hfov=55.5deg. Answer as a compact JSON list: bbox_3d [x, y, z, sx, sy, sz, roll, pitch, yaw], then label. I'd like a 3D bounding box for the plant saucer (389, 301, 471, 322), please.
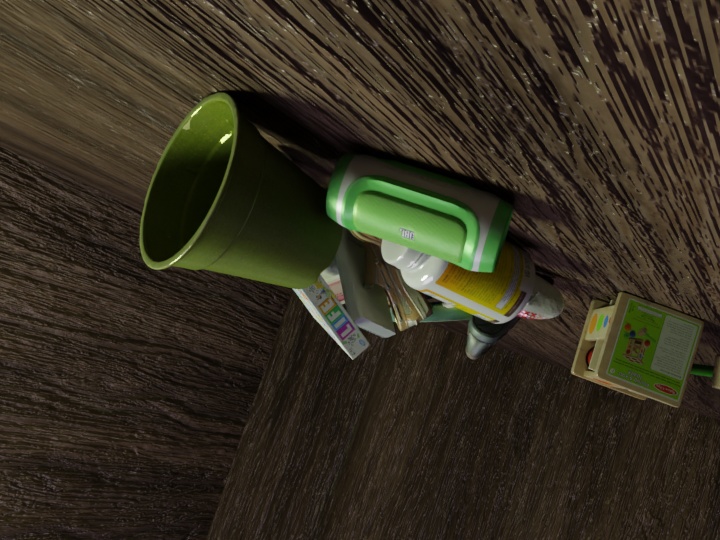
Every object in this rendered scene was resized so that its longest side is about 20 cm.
[{"bbox_3d":[0.136,0.072,1.228,0.194,0.028,0.200,-3,179,0],"label":"plant saucer"}]

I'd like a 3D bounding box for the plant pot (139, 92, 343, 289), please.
[{"bbox_3d":[-0.124,-0.065,0.793,0.188,0.205,0.198,26,172,-38],"label":"plant pot"}]

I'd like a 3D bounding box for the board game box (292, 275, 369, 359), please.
[{"bbox_3d":[-0.066,0.041,1.026,0.136,0.034,0.200,55,172,-22],"label":"board game box"}]

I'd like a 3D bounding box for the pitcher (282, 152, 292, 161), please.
[{"bbox_3d":[-0.170,-0.059,0.960,0.196,0.176,0.121,-10,-171,33],"label":"pitcher"}]

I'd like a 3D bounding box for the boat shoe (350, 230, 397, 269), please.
[{"bbox_3d":[0.033,-0.073,0.945,0.066,0.074,0.199,-21,143,27],"label":"boat shoe"}]

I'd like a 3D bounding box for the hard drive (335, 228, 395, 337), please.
[{"bbox_3d":[0.000,0.000,1.122,0.026,0.205,0.131,-23,155,21],"label":"hard drive"}]

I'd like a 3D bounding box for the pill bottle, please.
[{"bbox_3d":[0.127,-0.012,0.897,0.197,0.112,0.109,23,174,-27],"label":"pill bottle"}]

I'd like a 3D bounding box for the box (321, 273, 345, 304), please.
[{"bbox_3d":[-0.047,-0.010,1.284,0.125,0.112,0.200,-19,166,9],"label":"box"}]

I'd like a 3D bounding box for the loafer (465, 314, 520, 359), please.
[{"bbox_3d":[0.217,0.071,1.092,0.071,0.064,0.199,33,-142,19],"label":"loafer"}]

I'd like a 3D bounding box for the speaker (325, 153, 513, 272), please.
[{"bbox_3d":[0.064,-0.065,0.752,0.195,0.091,0.088,19,175,13],"label":"speaker"}]

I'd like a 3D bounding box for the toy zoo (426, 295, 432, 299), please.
[{"bbox_3d":[0.145,0.029,1.236,0.194,0.021,0.131,-11,168,6],"label":"toy zoo"}]

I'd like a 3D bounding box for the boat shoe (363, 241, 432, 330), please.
[{"bbox_3d":[0.035,0.002,1.064,0.203,0.075,0.072,59,180,-4],"label":"boat shoe"}]

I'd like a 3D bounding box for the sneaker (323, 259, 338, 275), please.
[{"bbox_3d":[-0.115,-0.041,1.164,0.194,0.074,0.072,10,151,5],"label":"sneaker"}]

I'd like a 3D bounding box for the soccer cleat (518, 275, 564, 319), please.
[{"bbox_3d":[0.216,0.014,1.022,0.196,0.070,0.085,27,165,6],"label":"soccer cleat"}]

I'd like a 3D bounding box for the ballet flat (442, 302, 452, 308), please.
[{"bbox_3d":[0.138,0.019,1.101,0.066,0.068,0.199,-20,129,42],"label":"ballet flat"}]

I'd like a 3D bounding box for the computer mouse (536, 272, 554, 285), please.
[{"bbox_3d":[0.218,0.004,1.111,0.197,0.035,0.058,16,172,37],"label":"computer mouse"}]

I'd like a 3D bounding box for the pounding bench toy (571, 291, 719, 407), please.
[{"bbox_3d":[0.443,0.132,1.031,0.195,0.127,0.156,20,175,5],"label":"pounding bench toy"}]
